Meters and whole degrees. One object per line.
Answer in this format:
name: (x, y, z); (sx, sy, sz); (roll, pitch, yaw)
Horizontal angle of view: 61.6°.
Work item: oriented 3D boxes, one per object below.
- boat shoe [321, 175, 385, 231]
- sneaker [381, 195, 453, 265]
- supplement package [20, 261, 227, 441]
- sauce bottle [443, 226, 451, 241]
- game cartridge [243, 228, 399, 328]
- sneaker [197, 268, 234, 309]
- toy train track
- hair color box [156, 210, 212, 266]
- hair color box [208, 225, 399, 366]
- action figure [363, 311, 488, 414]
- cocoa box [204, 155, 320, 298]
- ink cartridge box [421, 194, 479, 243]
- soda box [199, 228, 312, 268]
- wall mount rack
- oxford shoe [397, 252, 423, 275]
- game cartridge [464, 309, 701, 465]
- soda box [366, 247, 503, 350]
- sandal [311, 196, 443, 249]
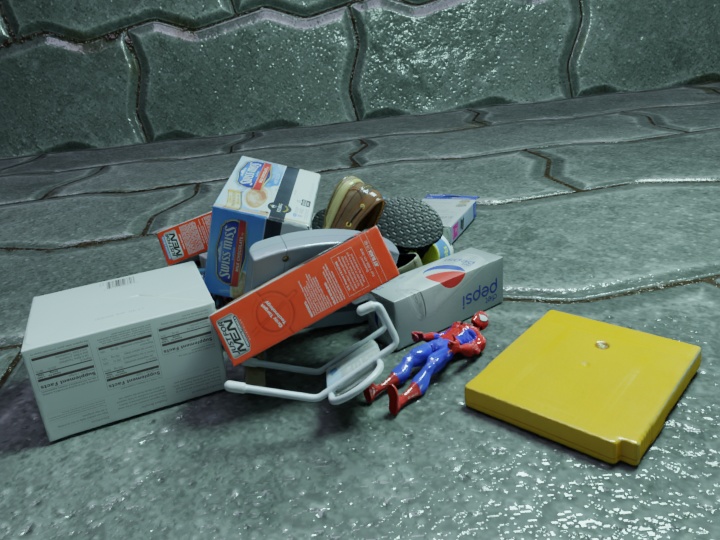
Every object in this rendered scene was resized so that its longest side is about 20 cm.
boat shoe: (-0.025, -0.022, 0.820); (0.067, 0.204, 0.071); (28, 15, 29)
sneaker: (0.066, -0.062, 0.966); (0.081, 0.075, 0.200); (-13, 47, -46)
supplement package: (-0.273, 0.085, 0.716); (0.195, 0.114, 0.155); (-13, 23, -20)
sauce bottle: (0.069, -0.076, 1.053); (0.064, 0.066, 0.198); (-22, 29, -37)
game cartridge: (-0.051, 0.012, 0.765); (0.195, 0.136, 0.042); (-3, 33, -26)
sneaker: (-0.211, 0.035, 0.872); (0.094, 0.081, 0.198); (17, 32, 42)
toy train track: (-0.135, 0.096, 0.762); (0.112, 0.033, 0.201); (8, 25, -14)
hair color box: (-0.239, -0.065, 1.049); (0.195, 0.065, 0.111); (-21, -3, -7)
hair color box: (-0.061, 0.025, 0.667); (0.197, 0.062, 0.101); (-29, 4, -5)
action figure: (0.088, 0.092, 0.690); (0.064, 0.053, 0.198); (8, 23, 44)
cocoa box: (-0.138, -0.060, 0.875); (0.128, 0.136, 0.201); (12, 28, -5)
ink cartridge box: (0.151, -0.103, 1.172); (0.116, 0.043, 0.200); (4, 26, 26)
soda box: (-0.164, -0.019, 1.015); (0.197, 0.065, 0.067); (-21, 25, -34)
wall mount rack: (-0.046, 0.092, 0.641); (0.171, 0.076, 0.200); (-32, 4, -2)
oxford shoe: (0.000, 0.000, 0.889); (0.194, 0.075, 0.072); (-3, 39, 12)
game cartridge: (0.231, 0.111, 0.627); (0.174, 0.033, 0.198); (14, 32, 42)
soda box: (0.102, 0.032, 0.804); (0.196, 0.070, 0.063); (-19, 25, -31)
sandal: (0.026, -0.066, 0.895); (0.195, 0.078, 0.048); (1, -12, 13)
